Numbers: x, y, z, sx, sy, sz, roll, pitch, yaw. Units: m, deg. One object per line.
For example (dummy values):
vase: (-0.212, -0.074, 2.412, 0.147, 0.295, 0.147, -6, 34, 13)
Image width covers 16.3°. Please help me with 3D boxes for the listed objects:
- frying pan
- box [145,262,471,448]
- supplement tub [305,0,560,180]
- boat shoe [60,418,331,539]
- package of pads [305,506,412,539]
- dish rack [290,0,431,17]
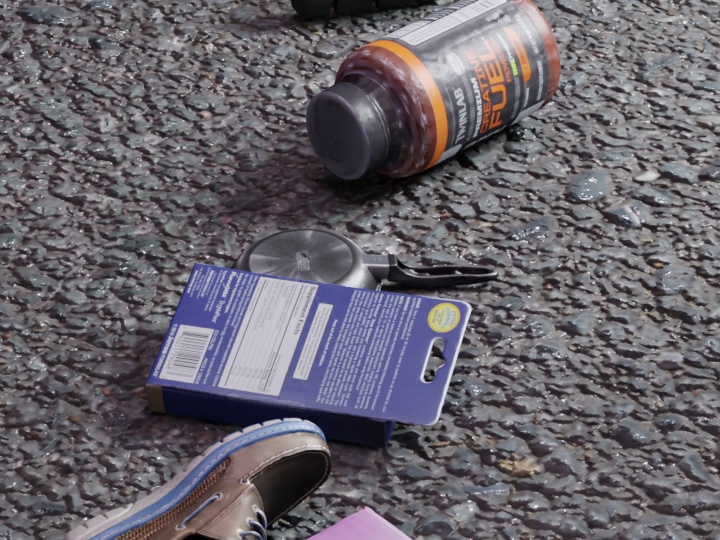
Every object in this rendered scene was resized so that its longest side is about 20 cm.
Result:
frying pan: (-0.007, 0.010, 1.785, 0.188, 0.031, 0.115, 8, 37, 16)
box: (-0.033, 0.058, 1.693, 0.198, 0.033, 0.122, 7, 45, 13)
supplement tub: (0.053, -0.137, 1.926, 0.199, 0.108, 0.107, -29, 44, -34)
boat shoe: (-0.091, 0.163, 1.531, 0.199, 0.073, 0.072, -30, 48, -22)
package of pads: (0.023, 0.223, 1.429, 0.120, 0.076, 0.200, -27, 43, -32)
dish rack: (-0.010, -0.308, 2.165, 0.152, 0.055, 0.201, -8, 60, -14)
